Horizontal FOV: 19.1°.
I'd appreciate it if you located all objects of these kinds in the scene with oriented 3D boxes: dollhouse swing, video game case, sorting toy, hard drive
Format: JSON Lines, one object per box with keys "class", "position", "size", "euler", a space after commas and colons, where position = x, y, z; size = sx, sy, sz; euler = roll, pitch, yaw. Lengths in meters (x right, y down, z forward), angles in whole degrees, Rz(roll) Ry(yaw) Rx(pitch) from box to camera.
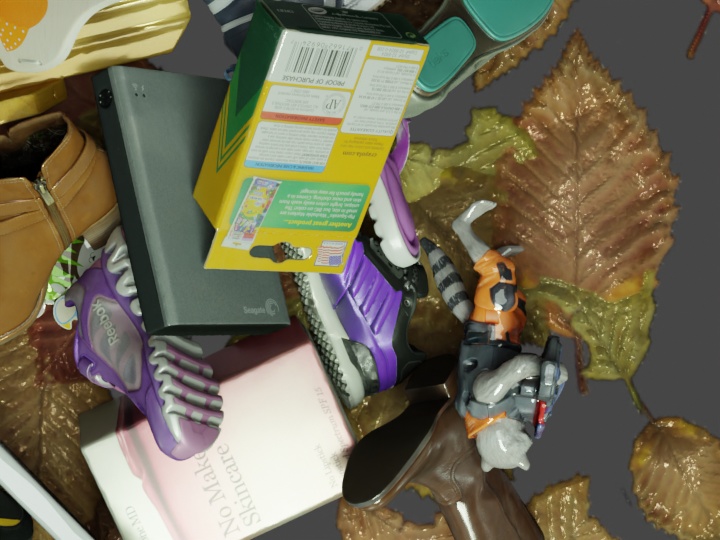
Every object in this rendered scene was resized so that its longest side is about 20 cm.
{"class": "dollhouse swing", "position": [-0.233, -0.224, 1.593], "size": [0.174, 0.182, 0.202], "euler": [-11, 100, 5]}
{"class": "video game case", "position": [-0.238, 0.183, 1.639], "size": [0.023, 0.182, 0.200], "euler": [-45, 102, -10]}
{"class": "sorting toy", "position": [-0.159, -0.243, 1.512], "size": [0.200, 0.179, 0.107], "euler": [-54, 129, -32]}
{"class": "hard drive", "position": [-0.127, -0.050, 1.617], "size": [0.033, 0.139, 0.202], "euler": [-22, 76, 36]}

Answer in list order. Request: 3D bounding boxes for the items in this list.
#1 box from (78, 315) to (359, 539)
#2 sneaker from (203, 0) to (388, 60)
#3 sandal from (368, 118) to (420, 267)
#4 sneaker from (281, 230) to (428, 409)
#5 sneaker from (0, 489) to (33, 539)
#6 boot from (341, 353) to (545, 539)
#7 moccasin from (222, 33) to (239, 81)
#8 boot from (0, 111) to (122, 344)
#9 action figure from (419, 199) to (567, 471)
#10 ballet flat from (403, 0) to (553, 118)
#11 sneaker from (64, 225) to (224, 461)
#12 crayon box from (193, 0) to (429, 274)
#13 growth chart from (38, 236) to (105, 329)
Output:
{"class": "box", "position": [-0.108, 0.140, 1.687], "size": [0.199, 0.109, 0.129], "euler": [-25, 102, -4]}
{"class": "sneaker", "position": [-0.028, -0.233, 1.604], "size": [0.200, 0.070, 0.109], "euler": [-40, 98, -12]}
{"class": "sandal", "position": [0.019, -0.105, 1.671], "size": [0.049, 0.082, 0.205], "euler": [-17, 93, 14]}
{"class": "sneaker", "position": [0.000, 0.000, 1.706], "size": [0.099, 0.070, 0.202], "euler": [-20, 105, -11]}
{"class": "sneaker", "position": [-0.338, 0.154, 1.665], "size": [0.199, 0.070, 0.090], "euler": [26, 119, -9]}
{"class": "boot", "position": [0.073, 0.196, 1.686], "size": [0.064, 0.187, 0.201], "euler": [-5, 120, 36]}
{"class": "moccasin", "position": [-0.075, -0.182, 1.666], "size": [0.067, 0.080, 0.202], "euler": [-5, 85, -5]}
{"class": "boot", "position": [-0.264, -0.027, 1.595], "size": [0.199, 0.155, 0.077], "euler": [-33, 66, -2]}
{"class": "action figure", "position": [0.106, 0.067, 1.688], "size": [0.103, 0.200, 0.195], "euler": [-5, 69, 1]}
{"class": "ballet flat", "position": [0.075, -0.183, 1.671], "size": [0.200, 0.064, 0.068], "euler": [-40, 96, -38]}
{"class": "sneaker", "position": [-0.170, 0.067, 1.615], "size": [0.088, 0.201, 0.080], "euler": [-33, 146, 13]}
{"class": "crayon box", "position": [-0.043, -0.096, 1.578], "size": [0.125, 0.052, 0.201], "euler": [2, 122, -33]}
{"class": "growth chart", "position": [-0.215, -0.026, 1.693], "size": [0.198, 0.018, 0.146], "euler": [-3, 99, -5]}
